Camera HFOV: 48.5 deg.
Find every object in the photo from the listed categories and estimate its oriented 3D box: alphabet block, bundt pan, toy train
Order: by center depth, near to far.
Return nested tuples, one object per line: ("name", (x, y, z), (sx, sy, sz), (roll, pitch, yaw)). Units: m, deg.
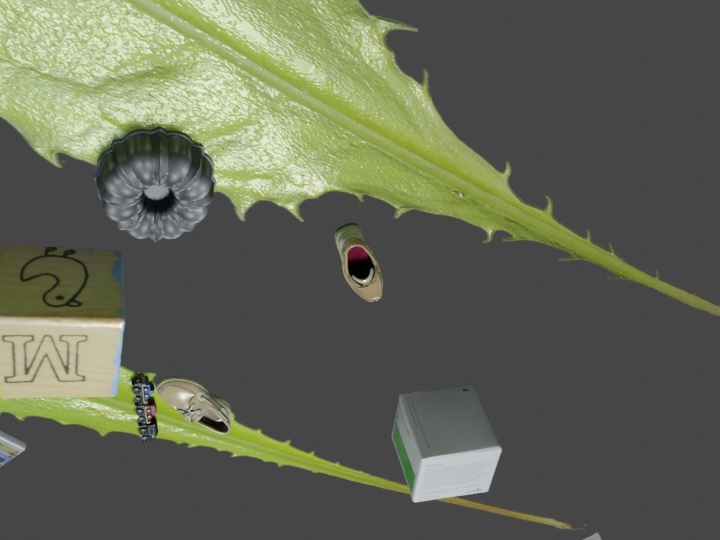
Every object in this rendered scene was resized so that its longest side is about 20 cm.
("bundt pan", (-0.335, -0.129, 1.319), (0.200, 0.076, 0.203), (-9, 132, -11))
("alphabet block", (-0.517, 0.090, 1.376), (0.199, 0.196, 0.197), (2, 128, -21))
("toy train", (-0.452, 0.293, 1.686), (0.045, 0.034, 0.201), (-8, 133, -16))

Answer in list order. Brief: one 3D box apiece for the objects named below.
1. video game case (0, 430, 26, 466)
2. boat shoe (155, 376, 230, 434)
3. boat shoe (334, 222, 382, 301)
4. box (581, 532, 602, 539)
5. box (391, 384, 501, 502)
("video game case", (-0.829, 0.365, 1.637), (0.182, 0.022, 0.200), (-34, 131, 13))
("boat shoe", (-0.349, 0.288, 1.693), (0.072, 0.065, 0.200), (-36, 132, 15))
("boat shoe", (0.000, 0.000, 1.548), (0.074, 0.067, 0.200), (-23, 134, 4))
("box", (0.743, 0.996, 2.636), (0.198, 0.131, 0.200), (-27, 133, 7))
("box", (0.197, 0.406, 1.883), (0.199, 0.200, 0.172), (-4, 131, -14))
